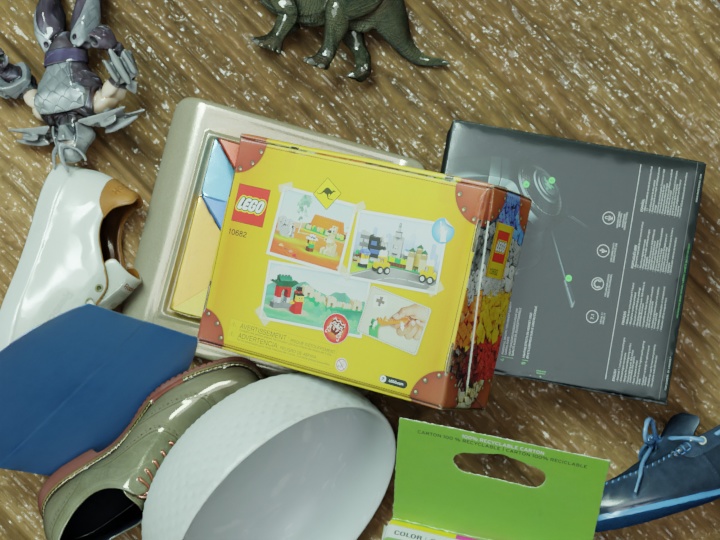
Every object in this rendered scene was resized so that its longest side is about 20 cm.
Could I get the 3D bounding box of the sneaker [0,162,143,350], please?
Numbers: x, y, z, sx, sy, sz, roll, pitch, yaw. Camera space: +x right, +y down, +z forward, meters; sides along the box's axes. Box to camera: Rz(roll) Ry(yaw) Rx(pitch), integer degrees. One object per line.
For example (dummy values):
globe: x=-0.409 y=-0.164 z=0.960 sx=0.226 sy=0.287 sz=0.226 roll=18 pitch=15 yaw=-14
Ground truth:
sneaker: x=-0.212 y=0.027 z=1.151 sx=0.084 sy=0.073 sz=0.202 roll=15 pitch=89 yaw=11

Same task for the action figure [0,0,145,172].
action figure: x=-0.218 y=-0.171 z=1.155 sx=0.128 sy=0.069 sz=0.203 roll=-5 pitch=81 yaw=18

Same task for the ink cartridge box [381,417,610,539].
ink cartridge box: x=0.078 y=0.206 z=1.045 sx=0.146 sy=0.076 sz=0.202 roll=11 pitch=130 yaw=10

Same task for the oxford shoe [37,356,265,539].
oxford shoe: x=-0.146 y=0.143 z=1.145 sx=0.199 sy=0.075 sz=0.071 roll=-40 pitch=118 yaw=5

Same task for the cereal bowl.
cereal bowl: x=-0.075 y=0.151 z=1.111 sx=0.200 sy=0.200 sz=0.083 roll=-48 pitch=56 yaw=0

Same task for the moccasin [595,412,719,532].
moccasin: x=0.243 y=0.138 z=1.158 sx=0.198 sy=0.081 sz=0.069 roll=-15 pitch=75 yaw=-16

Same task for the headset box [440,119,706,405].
headset box: x=0.134 y=-0.007 z=1.143 sx=0.197 sy=0.093 sz=0.177 roll=9 pitch=90 yaw=1

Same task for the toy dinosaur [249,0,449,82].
toy dinosaur: x=-0.024 y=-0.201 z=1.154 sx=0.198 sy=0.077 sz=0.103 roll=19 pitch=97 yaw=3

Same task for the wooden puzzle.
wooden puzzle: x=-0.066 y=-0.017 z=1.173 sx=0.198 sy=0.037 sz=0.187 roll=15 pitch=90 yaw=1

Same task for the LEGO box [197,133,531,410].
LEGO box: x=0.000 y=0.000 z=1.081 sx=0.198 sy=0.077 sz=0.151 roll=14 pitch=91 yaw=27

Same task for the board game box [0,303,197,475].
board game box: x=-0.213 y=0.075 z=1.111 sx=0.158 sy=0.199 sz=0.039 roll=-43 pitch=62 yaw=13
